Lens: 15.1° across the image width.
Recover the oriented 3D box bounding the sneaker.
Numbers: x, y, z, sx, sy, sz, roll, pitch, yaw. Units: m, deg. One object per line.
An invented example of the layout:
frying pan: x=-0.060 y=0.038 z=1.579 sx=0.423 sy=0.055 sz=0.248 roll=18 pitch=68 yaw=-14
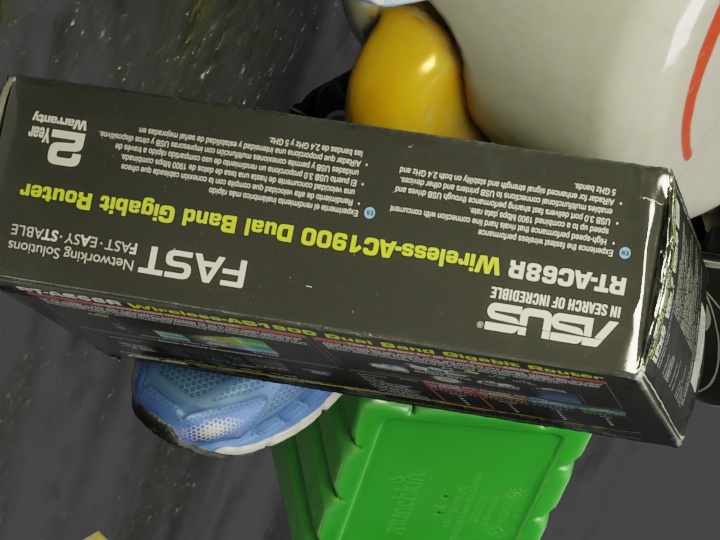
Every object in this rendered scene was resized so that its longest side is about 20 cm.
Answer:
sneaker: x=-0.015 y=-0.022 z=0.966 sx=0.200 sy=0.078 sz=0.089 roll=-51 pitch=159 yaw=-18

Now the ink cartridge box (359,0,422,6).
ink cartridge box: x=-0.040 y=-0.107 z=0.520 sx=0.136 sy=0.200 sz=0.076 roll=-18 pitch=118 yaw=-53

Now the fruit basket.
fruit basket: x=0.044 y=0.013 z=1.133 sx=0.216 sy=0.155 sz=0.216 roll=-174 pitch=-90 yaw=-82

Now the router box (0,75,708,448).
router box: x=0.000 y=0.000 z=0.817 sx=0.150 sy=0.200 sz=0.062 roll=44 pitch=55 yaw=-75

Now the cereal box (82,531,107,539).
cereal box: x=-0.177 y=0.207 z=1.123 sx=0.144 sy=0.040 sz=0.200 roll=-27 pitch=154 yaw=-52

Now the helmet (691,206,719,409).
helmet: x=0.199 y=-0.021 z=1.329 sx=0.200 sy=0.200 sz=0.191 roll=-45 pitch=147 yaw=-9

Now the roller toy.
roller toy: x=0.085 y=-0.118 z=0.852 sx=0.182 sy=0.140 sz=0.200 roll=-25 pitch=142 yaw=-49
